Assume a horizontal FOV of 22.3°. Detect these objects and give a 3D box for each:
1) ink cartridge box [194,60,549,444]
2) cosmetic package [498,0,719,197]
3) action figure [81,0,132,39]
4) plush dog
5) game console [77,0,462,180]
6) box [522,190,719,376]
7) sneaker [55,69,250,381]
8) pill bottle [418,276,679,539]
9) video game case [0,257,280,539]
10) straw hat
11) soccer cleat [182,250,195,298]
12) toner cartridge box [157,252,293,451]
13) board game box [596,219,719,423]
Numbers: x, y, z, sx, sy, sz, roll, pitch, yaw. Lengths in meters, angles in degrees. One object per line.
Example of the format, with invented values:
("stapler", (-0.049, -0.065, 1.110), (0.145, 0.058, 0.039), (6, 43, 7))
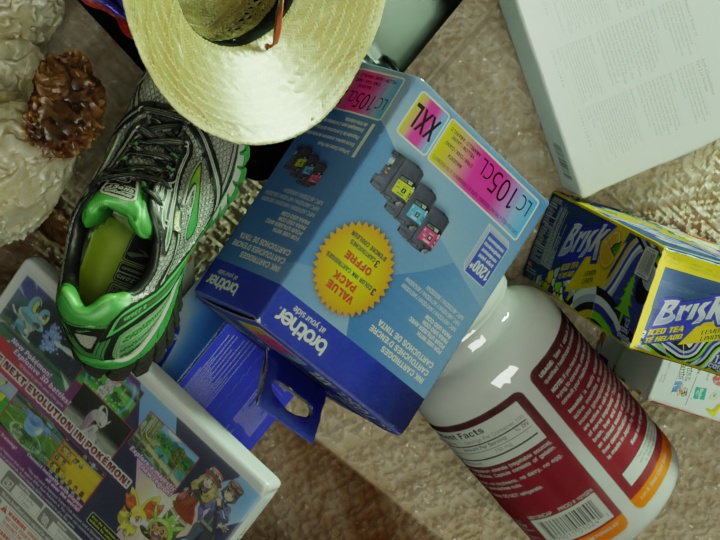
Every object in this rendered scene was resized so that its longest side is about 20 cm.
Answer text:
("ink cartridge box", (0.000, 0.000, 1.061), (0.136, 0.076, 0.200), (39, 80, -35))
("cosmetic package", (0.171, -0.168, 1.164), (0.151, 0.052, 0.200), (-22, 107, -5))
("action figure", (-0.152, -0.189, 1.047), (0.065, 0.052, 0.200), (-31, 114, 23))
("plush dog", (-0.217, -0.058, 1.033), (0.200, 0.172, 0.161), (-38, 107, -1))
("game console", (-0.057, -0.188, 1.124), (0.176, 0.116, 0.200), (-33, 110, 28))
("box", (0.169, 0.004, 1.125), (0.070, 0.200, 0.064), (16, 99, -15))
("sneaker", (-0.113, -0.042, 1.013), (0.078, 0.085, 0.200), (11, 70, 7))
("pill bottle", (0.106, 0.084, 1.176), (0.113, 0.113, 0.200), (-41, 108, -1))
("video game case", (-0.169, 0.124, 1.056), (0.200, 0.023, 0.182), (42, 106, 16))
("straw hat", (-0.080, -0.167, 1.012), (0.201, 0.085, 0.201), (-7, 100, -45))
("soccer cleat", (-0.131, 0.020, 1.135), (0.069, 0.078, 0.200), (-9, 125, -19))
("toner cartridge box", (-0.056, 0.025, 1.115), (0.200, 0.043, 0.095), (-51, 140, -13))
("board game box", (0.276, 0.052, 1.212), (0.200, 0.103, 0.105), (18, 98, -16))
